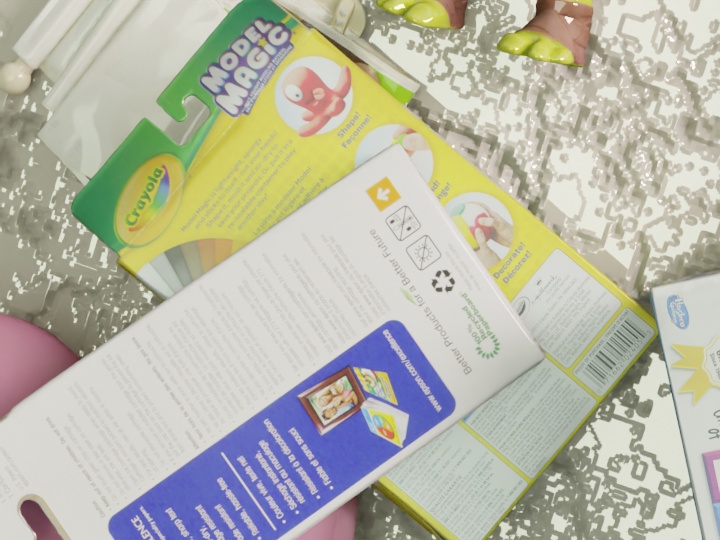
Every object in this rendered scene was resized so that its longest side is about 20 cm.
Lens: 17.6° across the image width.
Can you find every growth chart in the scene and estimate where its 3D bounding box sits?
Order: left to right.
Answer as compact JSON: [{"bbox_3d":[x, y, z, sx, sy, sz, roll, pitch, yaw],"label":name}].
[{"bbox_3d":[-0.048,-0.058,0.920,0.145,0.018,0.200,-41,83,10],"label":"growth chart"}]

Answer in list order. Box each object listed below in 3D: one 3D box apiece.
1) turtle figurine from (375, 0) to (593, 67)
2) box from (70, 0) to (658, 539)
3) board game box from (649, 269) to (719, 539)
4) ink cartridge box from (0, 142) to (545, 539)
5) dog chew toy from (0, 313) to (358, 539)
[{"bbox_3d":[0.060,-0.167,0.871,0.200,0.064,0.162,18,103,3],"label":"turtle figurine"},{"bbox_3d":[0.000,0.000,0.875,0.200,0.048,0.117,41,90,-2],"label":"box"},{"bbox_3d":[0.145,0.098,0.823,0.034,0.134,0.201,-12,89,12],"label":"board game box"},{"bbox_3d":[-0.041,0.049,0.823,0.200,0.037,0.095,-35,91,-10],"label":"ink cartridge box"},{"bbox_3d":[-0.101,0.084,0.886,0.199,0.125,0.125,8,93,-1],"label":"dog chew toy"}]
